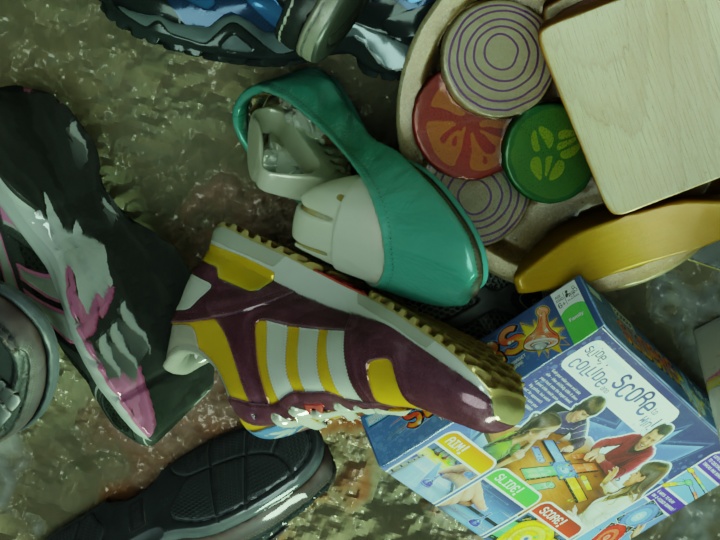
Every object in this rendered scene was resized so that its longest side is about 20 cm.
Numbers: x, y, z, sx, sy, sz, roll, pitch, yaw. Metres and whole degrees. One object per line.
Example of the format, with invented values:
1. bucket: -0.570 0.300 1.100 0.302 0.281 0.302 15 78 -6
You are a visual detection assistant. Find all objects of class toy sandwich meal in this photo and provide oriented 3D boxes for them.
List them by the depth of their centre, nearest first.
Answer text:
1. toy sandwich meal: 0.117 -0.074 1.077 0.205 0.070 0.205 0 105 -1

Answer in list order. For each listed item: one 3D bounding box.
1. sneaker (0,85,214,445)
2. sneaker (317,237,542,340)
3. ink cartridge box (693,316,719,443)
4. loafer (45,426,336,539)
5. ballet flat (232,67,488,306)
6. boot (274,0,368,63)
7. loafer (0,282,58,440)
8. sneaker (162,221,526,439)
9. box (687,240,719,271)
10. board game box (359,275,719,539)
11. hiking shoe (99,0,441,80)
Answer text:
1. sneaker: -0.150 0.003 1.163 0.086 0.080 0.200 -40 74 51
2. sneaker: 0.000 0.000 1.170 0.199 0.076 0.114 5 93 14
3. ink cartridge box: 0.230 0.097 1.119 0.067 0.200 0.117 -27 106 12
4. loafer: -0.093 0.147 1.236 0.200 0.072 0.063 -27 125 18
5. ballet flat: -0.011 -0.036 1.091 0.070 0.200 0.067 -13 126 -22
6. boot: -0.047 -0.209 1.061 0.154 0.073 0.204 20 71 0
7. loafer: -0.216 0.074 1.151 0.072 0.063 0.200 45 143 -2
8. sneaker: -0.009 0.051 1.073 0.200 0.075 0.090 27 92 37
9. box: 0.202 -0.079 1.140 0.200 0.049 0.160 19 108 -3
10. board game box: 0.107 0.089 1.151 0.135 0.034 0.200 -33 142 14
11. hiking shoe: -0.031 -0.147 1.125 0.200 0.074 0.087 5 101 -8
